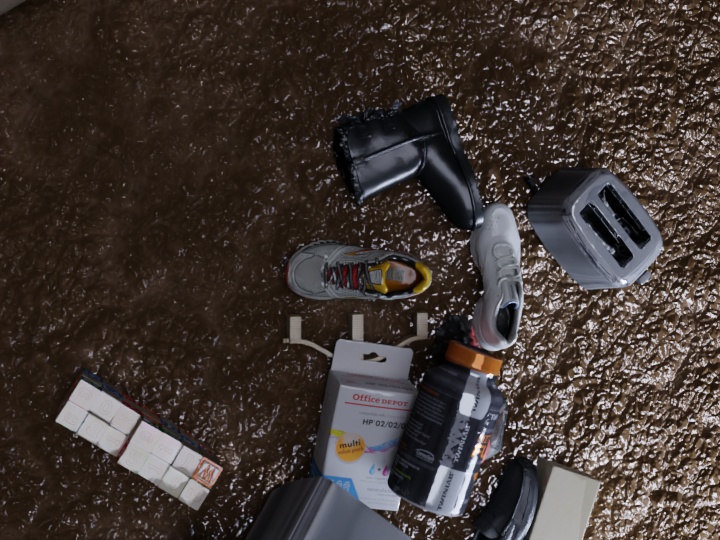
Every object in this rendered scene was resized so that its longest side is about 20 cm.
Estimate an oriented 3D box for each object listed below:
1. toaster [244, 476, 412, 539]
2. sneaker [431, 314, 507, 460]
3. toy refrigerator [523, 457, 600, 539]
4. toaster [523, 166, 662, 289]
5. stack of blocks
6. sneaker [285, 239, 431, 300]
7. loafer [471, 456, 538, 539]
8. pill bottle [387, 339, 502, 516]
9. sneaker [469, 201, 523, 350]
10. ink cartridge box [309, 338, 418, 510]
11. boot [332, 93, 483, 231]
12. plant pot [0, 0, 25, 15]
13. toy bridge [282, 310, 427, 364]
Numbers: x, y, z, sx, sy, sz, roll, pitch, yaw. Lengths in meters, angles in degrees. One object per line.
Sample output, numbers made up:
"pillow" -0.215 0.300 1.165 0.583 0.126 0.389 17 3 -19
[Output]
"toaster" -0.052 0.356 1.266 0.199 0.180 0.120 37 57 -13
"sneaker" 0.151 0.162 1.374 0.097 0.070 0.204 9 68 -49
"toy refrigerator" 0.259 0.372 1.417 0.075 0.070 0.203 18 88 -8
"toaster" 0.314 -0.063 1.373 0.113 0.129 0.201 -42 102 -9
"stack of blocks" -0.270 0.204 1.242 0.199 0.115 0.059 35 85 -13
"sneaker" 0.000 0.000 1.318 0.196 0.082 0.079 -2 94 -14
"loafer" 0.188 0.352 1.394 0.069 0.068 0.204 18 92 -26
"pill bottle" 0.112 0.192 1.269 0.105 0.106 0.203 19 92 -15
"sneaker" 0.193 0.009 1.368 0.073 0.087 0.204 -4 93 -12
"ink cartridge box" 0.008 0.201 1.326 0.113 0.068 0.204 8 100 -15
"boot" 0.060 -0.127 1.332 0.160 0.073 0.201 -19 91 -15
"plant pot" -0.421 -0.375 1.147 0.173 0.200 0.200 -42 103 9
"toy bridge" -0.007 0.090 1.350 0.196 0.027 0.069 -1 95 -14
